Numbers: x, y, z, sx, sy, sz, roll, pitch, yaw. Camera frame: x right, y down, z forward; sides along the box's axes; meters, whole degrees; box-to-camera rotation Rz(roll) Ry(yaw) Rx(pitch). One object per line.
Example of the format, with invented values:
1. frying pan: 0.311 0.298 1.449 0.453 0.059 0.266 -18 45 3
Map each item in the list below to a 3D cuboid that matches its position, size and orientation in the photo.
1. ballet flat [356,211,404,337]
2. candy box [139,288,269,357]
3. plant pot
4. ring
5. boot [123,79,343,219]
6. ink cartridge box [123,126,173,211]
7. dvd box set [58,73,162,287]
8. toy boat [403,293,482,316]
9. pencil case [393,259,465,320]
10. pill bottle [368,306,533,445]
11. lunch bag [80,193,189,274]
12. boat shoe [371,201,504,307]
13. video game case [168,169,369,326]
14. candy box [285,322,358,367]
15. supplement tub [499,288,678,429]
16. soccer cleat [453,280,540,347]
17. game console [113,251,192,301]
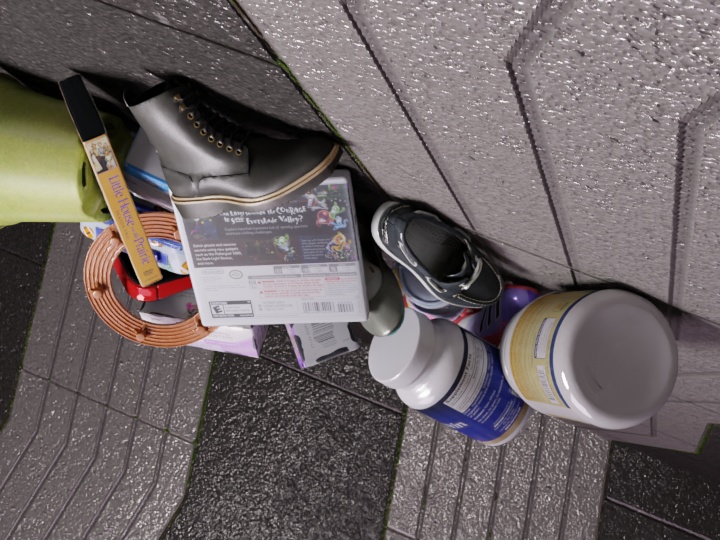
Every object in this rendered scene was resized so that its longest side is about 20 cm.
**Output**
1. ballet flat: 0.000 0.000 1.219 0.063 0.067 0.202 35 -157 -32
2. candy box: -0.198 0.011 1.457 0.164 0.203 0.072 8 144 11
3. plant pot: -0.389 -0.139 1.284 0.181 0.205 0.200 8 169 19
4. ring: -0.257 0.018 1.322 0.197 0.202 0.019 24 -152 -14
5. boot: -0.128 -0.130 0.985 0.197 0.078 0.140 -12 122 26
6. ink cartridge box: -0.199 -0.115 1.214 0.142 0.086 0.200 24 171 -11
7. dvd box set: -0.280 -0.101 1.157 0.147 0.029 0.203 -126 18 -48
8. toy boat: 0.132 0.093 1.515 0.129 0.133 0.199 27 171 -31
9. pencil case: 0.091 0.017 1.291 0.089 0.085 0.200 7 171 9
10. pill bottle: 0.112 0.128 1.261 0.198 0.118 0.115 30 170 -30
11. lunch bag: -0.274 -0.081 1.390 0.197 0.161 0.077 20 135 13
12. boat shoe: 0.096 -0.008 1.137 0.198 0.077 0.060 27 177 -34
13. video game case: -0.096 -0.021 1.127 0.195 0.024 0.185 -2 123 10
14. candy box: -0.073 0.014 1.278 0.070 0.204 0.168 -19 177 -7
15. supplement tub: 0.247 0.096 1.154 0.142 0.147 0.200 23 172 -12
16. soccer cleat: 0.172 0.075 1.328 0.065 0.078 0.200 16 156 -17
17. game console: -0.266 -0.046 1.430 0.174 0.031 0.201 -16 -132 -26
